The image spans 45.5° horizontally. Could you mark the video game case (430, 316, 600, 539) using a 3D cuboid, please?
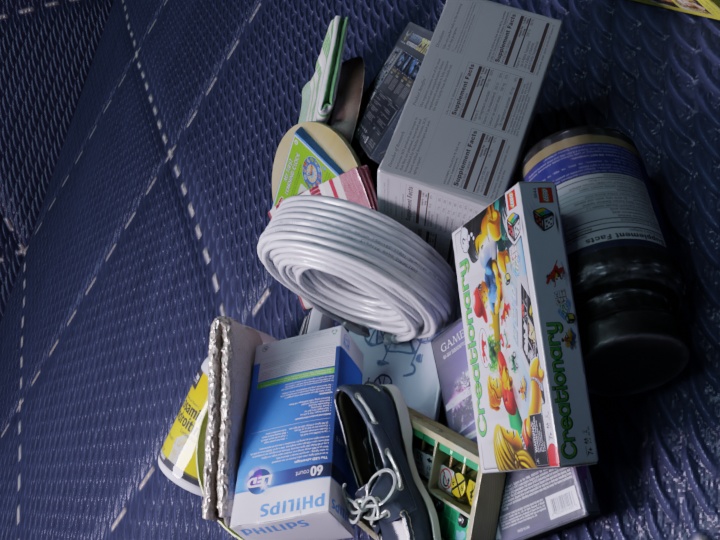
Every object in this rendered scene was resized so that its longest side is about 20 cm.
[{"bbox_3d":[0.121,0.122,0.720,0.143,0.019,0.201,-44,47,48],"label":"video game case"}]

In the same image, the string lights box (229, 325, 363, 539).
[{"bbox_3d":[-0.057,0.159,0.831,0.102,0.059,0.201,-14,47,20],"label":"string lights box"}]

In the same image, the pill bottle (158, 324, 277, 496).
[{"bbox_3d":[-0.164,0.174,1.076,0.112,0.112,0.201,28,93,58],"label":"pill bottle"}]

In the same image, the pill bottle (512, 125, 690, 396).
[{"bbox_3d":[0.190,-0.009,0.679,0.112,0.111,0.201,-38,41,36],"label":"pill bottle"}]

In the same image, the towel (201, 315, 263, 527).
[{"bbox_3d":[-0.125,0.151,0.869,0.133,0.034,0.201,63,-154,-78],"label":"towel"}]

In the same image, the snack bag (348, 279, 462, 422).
[{"bbox_3d":[0.036,0.113,0.909,0.188,0.021,0.201,-13,61,53],"label":"snack bag"}]

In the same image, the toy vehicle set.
[{"bbox_3d":[0.052,0.199,0.780,0.200,0.026,0.125,16,98,60],"label":"toy vehicle set"}]

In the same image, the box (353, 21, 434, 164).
[{"bbox_3d":[0.056,-0.213,1.038,0.158,0.051,0.200,-58,19,13],"label":"box"}]

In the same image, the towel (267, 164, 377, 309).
[{"bbox_3d":[-0.032,-0.034,1.043,0.200,0.023,0.145,-17,93,51],"label":"towel"}]

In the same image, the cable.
[{"bbox_3d":[0.000,0.000,0.825,0.200,0.199,0.070,-7,54,60],"label":"cable"}]

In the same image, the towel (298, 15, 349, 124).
[{"bbox_3d":[-0.060,-0.230,1.159,0.200,0.023,0.154,136,145,-66],"label":"towel"}]

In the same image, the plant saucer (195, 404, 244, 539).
[{"bbox_3d":[-0.090,0.198,0.936,0.199,0.031,0.201,-5,79,25],"label":"plant saucer"}]

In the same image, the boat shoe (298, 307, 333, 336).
[{"bbox_3d":[-0.079,0.135,1.002,0.068,0.074,0.201,6,78,16],"label":"boat shoe"}]

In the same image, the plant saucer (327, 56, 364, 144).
[{"bbox_3d":[-0.040,-0.192,1.156,0.200,0.032,0.202,-167,90,-78],"label":"plant saucer"}]

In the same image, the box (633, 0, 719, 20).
[{"bbox_3d":[0.281,-0.289,0.796,0.076,0.050,0.200,-59,31,9],"label":"box"}]

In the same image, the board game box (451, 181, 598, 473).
[{"bbox_3d":[0.119,0.048,0.649,0.126,0.034,0.201,137,130,-68],"label":"board game box"}]

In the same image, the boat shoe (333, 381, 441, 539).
[{"bbox_3d":[0.020,0.188,0.747,0.075,0.062,0.201,-46,46,47],"label":"boat shoe"}]

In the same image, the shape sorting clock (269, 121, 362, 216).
[{"bbox_3d":[-0.051,-0.088,1.089,0.199,0.039,0.201,21,120,42],"label":"shape sorting clock"}]

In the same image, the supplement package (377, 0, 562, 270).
[{"bbox_3d":[0.098,-0.123,0.806,0.156,0.110,0.201,87,-156,-68],"label":"supplement package"}]
